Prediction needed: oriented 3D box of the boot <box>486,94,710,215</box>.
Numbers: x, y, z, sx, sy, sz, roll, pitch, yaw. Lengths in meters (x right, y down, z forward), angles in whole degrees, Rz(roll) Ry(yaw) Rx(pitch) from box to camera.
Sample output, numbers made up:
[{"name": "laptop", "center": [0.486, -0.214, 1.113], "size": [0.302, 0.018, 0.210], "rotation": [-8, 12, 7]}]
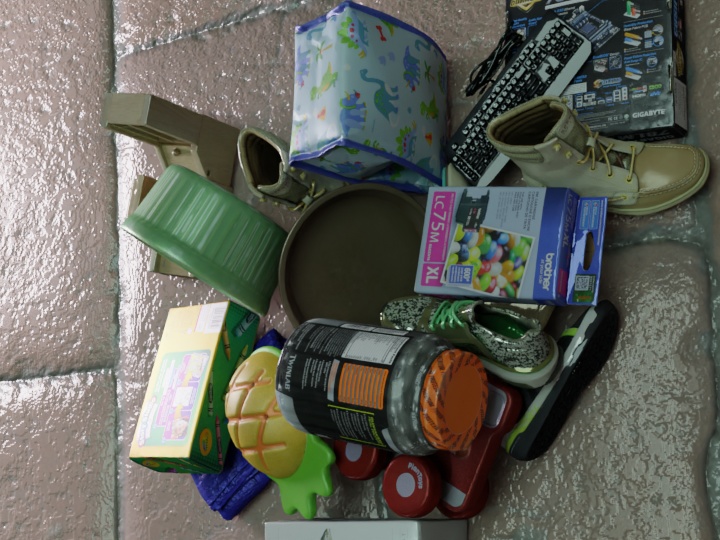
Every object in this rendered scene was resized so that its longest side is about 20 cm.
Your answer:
[{"name": "boot", "center": [0.243, -0.121, 1.305], "size": [0.198, 0.155, 0.073], "rotation": [-4, 62, 32]}]

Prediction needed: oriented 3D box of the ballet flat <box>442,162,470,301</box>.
[{"name": "ballet flat", "center": [0.121, -0.020, 1.427], "size": [0.069, 0.069, 0.203], "rotation": [-2, 81, 31]}]

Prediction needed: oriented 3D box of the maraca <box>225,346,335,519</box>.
[{"name": "maraca", "center": [-0.086, 0.179, 1.423], "size": [0.201, 0.106, 0.138], "rotation": [60, 137, 29]}]

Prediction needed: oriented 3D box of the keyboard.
[{"name": "keyboard", "center": [0.156, -0.196, 1.394], "size": [0.104, 0.039, 0.201], "rotation": [46, 106, 30]}]

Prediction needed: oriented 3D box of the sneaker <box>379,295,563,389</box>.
[{"name": "sneaker", "center": [0.110, 0.051, 1.304], "size": [0.198, 0.089, 0.077], "rotation": [13, 56, 22]}]

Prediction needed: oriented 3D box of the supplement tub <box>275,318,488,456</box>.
[{"name": "supplement tub", "center": [0.021, 0.118, 1.288], "size": [0.198, 0.122, 0.124], "rotation": [7, 84, 37]}]

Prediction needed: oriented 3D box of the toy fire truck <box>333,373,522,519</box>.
[{"name": "toy fire truck", "center": [0.071, 0.165, 1.370], "size": [0.199, 0.112, 0.170], "rotation": [29, 100, 41]}]

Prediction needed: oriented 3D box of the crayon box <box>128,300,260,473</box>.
[{"name": "crayon box", "center": [-0.202, 0.143, 1.552], "size": [0.118, 0.058, 0.202], "rotation": [-8, 62, 43]}]

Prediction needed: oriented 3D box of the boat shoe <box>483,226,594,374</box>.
[{"name": "boat shoe", "center": [0.179, 0.033, 1.373], "size": [0.072, 0.065, 0.201], "rotation": [40, 101, 11]}]

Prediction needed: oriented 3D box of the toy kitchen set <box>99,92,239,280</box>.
[{"name": "toy kitchen set", "center": [-0.282, -0.106, 1.620], "size": [0.162, 0.180, 0.203], "rotation": [7, 85, 34]}]

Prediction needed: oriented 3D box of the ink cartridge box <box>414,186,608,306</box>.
[{"name": "ink cartridge box", "center": [0.156, -0.027, 1.335], "size": [0.198, 0.042, 0.121], "rotation": [3, 79, 30]}]

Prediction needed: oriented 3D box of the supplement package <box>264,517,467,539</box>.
[{"name": "supplement package", "center": [0.006, 0.331, 1.391], "size": [0.198, 0.117, 0.119], "rotation": [-8, 79, 31]}]

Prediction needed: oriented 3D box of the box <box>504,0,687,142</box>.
[{"name": "box", "center": [0.252, -0.234, 1.387], "size": [0.198, 0.050, 0.201], "rotation": [-6, 77, 32]}]

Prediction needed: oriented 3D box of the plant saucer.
[{"name": "plant saucer", "center": [0.000, 0.000, 1.436], "size": [0.202, 0.198, 0.029], "rotation": [-68, 22, 3]}]

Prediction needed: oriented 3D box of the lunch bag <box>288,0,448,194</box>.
[{"name": "lunch bag", "center": [0.023, -0.186, 1.437], "size": [0.127, 0.198, 0.172], "rotation": [-12, 72, 50]}]

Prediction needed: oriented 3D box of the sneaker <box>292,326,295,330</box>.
[{"name": "sneaker", "center": [-0.044, 0.065, 1.500], "size": [0.080, 0.074, 0.201], "rotation": [-39, 62, 20]}]

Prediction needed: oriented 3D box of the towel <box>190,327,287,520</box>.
[{"name": "towel", "center": [-0.138, 0.187, 1.550], "size": [0.200, 0.049, 0.148], "rotation": [-45, 62, 17]}]

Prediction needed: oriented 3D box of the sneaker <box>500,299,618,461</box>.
[{"name": "sneaker", "center": [0.192, 0.106, 1.346], "size": [0.083, 0.071, 0.201], "rotation": [38, 101, 33]}]

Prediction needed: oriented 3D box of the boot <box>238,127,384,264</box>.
[{"name": "boot", "center": [-0.052, -0.078, 1.475], "size": [0.072, 0.154, 0.201], "rotation": [-43, 63, 17]}]

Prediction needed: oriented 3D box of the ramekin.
[{"name": "ramekin", "center": [-0.172, -0.039, 1.493], "size": [0.199, 0.200, 0.098], "rotation": [28, 84, 33]}]
